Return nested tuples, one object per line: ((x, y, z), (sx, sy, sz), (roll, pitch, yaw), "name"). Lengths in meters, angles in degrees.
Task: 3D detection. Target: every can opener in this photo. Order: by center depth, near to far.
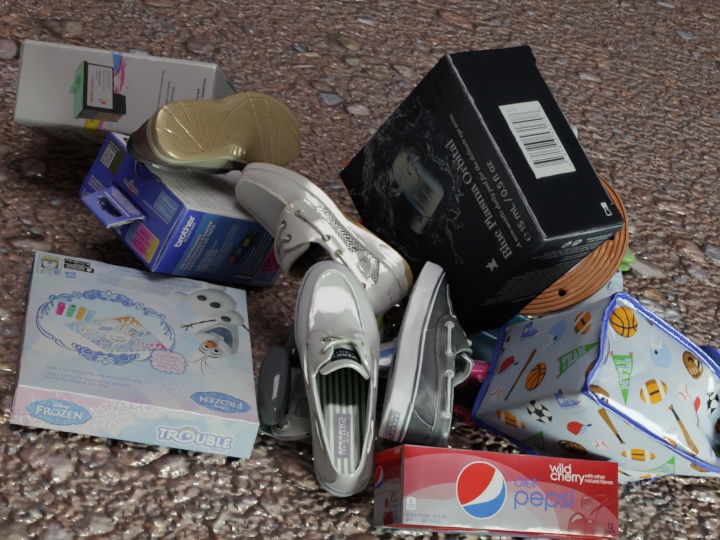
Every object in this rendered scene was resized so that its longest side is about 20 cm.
((-0.046, 0.063, 1.232), (0.052, 0.067, 0.201), (5, 45, 14), "can opener")

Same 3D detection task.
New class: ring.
((0.177, -0.036, 1.437), (0.197, 0.019, 0.203), (-6, 54, 9), "ring")

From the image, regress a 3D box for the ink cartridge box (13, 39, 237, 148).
((-0.235, -0.168, 1.418), (0.197, 0.085, 0.145), (8, -3, 4), "ink cartridge box")

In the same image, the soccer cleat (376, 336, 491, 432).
((0.071, 0.094, 1.284), (0.197, 0.071, 0.087), (9, 33, -17), "soccer cleat")

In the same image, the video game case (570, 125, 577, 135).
((0.125, -0.086, 1.510), (0.179, 0.023, 0.202), (10, 58, 19), "video game case")

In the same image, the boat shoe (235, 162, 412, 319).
((-0.047, -0.026, 1.256), (0.199, 0.071, 0.069), (34, 58, 23), "boat shoe")

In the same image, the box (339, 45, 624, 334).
((0.107, -0.068, 1.303), (0.116, 0.200, 0.199), (-12, 68, -40), "box")

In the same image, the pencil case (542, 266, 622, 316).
((0.192, -0.014, 1.508), (0.082, 0.092, 0.200), (-11, 41, -42), "pencil case")

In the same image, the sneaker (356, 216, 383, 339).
((0.000, 0.000, 1.374), (0.077, 0.091, 0.201), (18, 32, -5), "sneaker")

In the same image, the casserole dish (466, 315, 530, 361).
((0.138, 0.084, 1.372), (0.198, 0.039, 0.121), (27, 31, 11), "casserole dish")

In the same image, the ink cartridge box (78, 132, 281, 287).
((-0.171, -0.058, 1.326), (0.136, 0.077, 0.199), (42, 17, 34), "ink cartridge box")

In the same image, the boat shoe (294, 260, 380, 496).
((-0.012, 0.082, 1.157), (0.072, 0.067, 0.203), (-6, 72, -10), "boat shoe")

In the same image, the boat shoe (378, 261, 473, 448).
((0.064, 0.072, 1.198), (0.067, 0.072, 0.201), (16, 38, -1), "boat shoe")

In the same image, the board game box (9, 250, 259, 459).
((-0.191, 0.070, 1.195), (0.197, 0.044, 0.200), (11, 29, -15), "board game box")

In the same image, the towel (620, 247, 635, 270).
((0.229, -0.067, 1.684), (0.147, 0.031, 0.201), (3, 37, -22), "towel")

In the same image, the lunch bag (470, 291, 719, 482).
((0.229, 0.117, 1.209), (0.199, 0.169, 0.125), (34, 65, -19), "lunch bag")

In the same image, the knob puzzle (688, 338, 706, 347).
((0.296, 0.111, 1.284), (0.218, 0.220, 0.031), (31, 73, 18), "knob puzzle")

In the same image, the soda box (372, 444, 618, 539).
((0.112, 0.184, 1.145), (0.197, 0.070, 0.064), (7, 75, -20), "soda box")

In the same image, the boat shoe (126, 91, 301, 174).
((-0.136, -0.126, 1.310), (0.064, 0.073, 0.199), (-8, 1, 38), "boat shoe")
